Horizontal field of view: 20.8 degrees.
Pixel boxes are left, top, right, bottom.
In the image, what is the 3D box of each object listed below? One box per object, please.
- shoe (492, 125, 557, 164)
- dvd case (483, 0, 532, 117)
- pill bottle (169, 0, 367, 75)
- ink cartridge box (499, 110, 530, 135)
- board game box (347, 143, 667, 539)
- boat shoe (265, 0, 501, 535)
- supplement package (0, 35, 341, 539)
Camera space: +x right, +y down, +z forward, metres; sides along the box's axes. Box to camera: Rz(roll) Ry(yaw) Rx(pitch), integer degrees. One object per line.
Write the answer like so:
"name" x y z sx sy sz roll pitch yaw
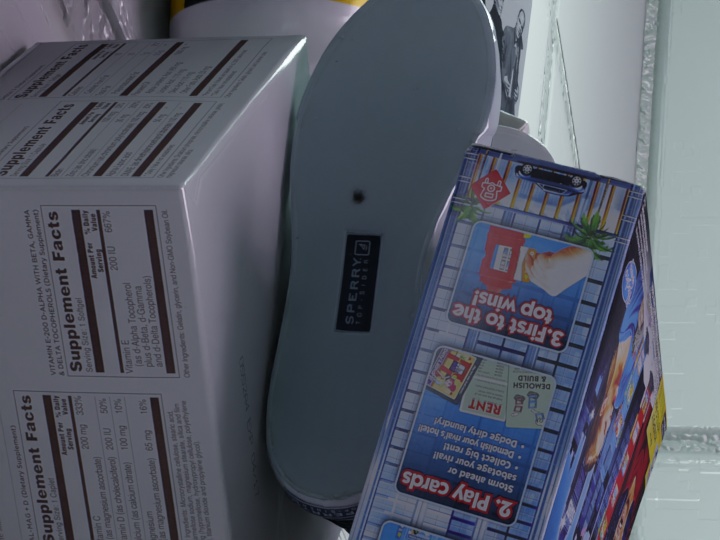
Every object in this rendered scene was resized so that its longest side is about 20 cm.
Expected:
"shoe" 0.000 0.000 0.898 0.091 0.199 0.072 58 7 -74
"dvd case" 0.066 -0.176 1.144 0.150 0.025 0.201 30 65 -62
"pill bottle" -0.031 -0.146 0.909 0.112 0.112 0.201 44 47 -72
"ink cartridge box" 0.054 0.010 1.127 0.109 0.050 0.201 -49 150 -30
"board game box" 0.043 0.096 0.652 0.200 0.061 0.201 69 40 -61
"boat shoe" 0.012 -0.001 0.714 0.091 0.070 0.201 58 42 -67
"supplement package" -0.079 0.034 0.704 0.156 0.110 0.201 -62 150 -63
